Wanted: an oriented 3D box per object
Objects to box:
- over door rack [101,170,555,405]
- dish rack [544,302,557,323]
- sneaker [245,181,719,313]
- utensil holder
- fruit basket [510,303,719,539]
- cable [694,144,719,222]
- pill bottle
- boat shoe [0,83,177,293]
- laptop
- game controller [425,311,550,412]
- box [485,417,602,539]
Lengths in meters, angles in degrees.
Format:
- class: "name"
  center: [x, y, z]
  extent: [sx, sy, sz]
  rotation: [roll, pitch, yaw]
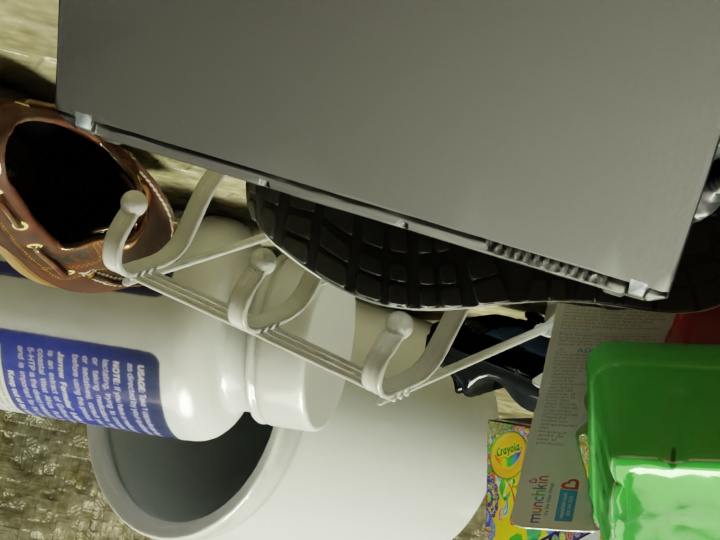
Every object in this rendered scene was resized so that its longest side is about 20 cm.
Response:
- class: "over door rack"
  center: [0.000, 0.000, 0.941]
  extent: [0.148, 0.067, 0.200]
  rotation: [25, -169, 25]
- class: "dish rack"
  center: [0.203, 0.043, 1.115]
  extent: [0.200, 0.044, 0.172]
  rotation: [18, 168, -42]
- class: "sneaker"
  center: [0.053, -0.015, 0.850]
  extent: [0.200, 0.076, 0.088]
  rotation: [10, 177, 1]
- class: "utensil holder"
  center: [-0.038, 0.090, 1.287]
  extent: [0.170, 0.170, 0.200]
  rotation: [2, 169, 42]
- class: "fruit basket"
  center: [0.164, 0.055, 0.866]
  extent: [0.185, 0.094, 0.200]
  rotation: [1, -157, 11]
- class: "cable"
  center: [0.053, -0.060, 0.673]
  extent: [0.163, 0.051, 0.200]
  rotation: [22, 163, -20]
- class: "pill bottle"
  center: [-0.111, 0.026, 1.119]
  extent: [0.200, 0.120, 0.120]
  rotation: [9, 171, 15]
- class: "boat shoe"
  center: [-0.131, -0.031, 0.945]
  extent: [0.070, 0.070, 0.200]
  rotation: [10, 172, 27]
- class: "laptop"
  center: [0.016, -0.065, 0.596]
  extent: [0.177, 0.103, 0.200]
  rotation: [18, -173, 7]
- class: "game controller"
  center: [0.102, 0.051, 1.157]
  extent: [0.104, 0.042, 0.200]
  rotation: [12, -176, 15]
- class: "box"
  center: [0.180, 0.175, 1.124]
  extent: [0.200, 0.193, 0.122]
  rotation: [1, -179, -25]
